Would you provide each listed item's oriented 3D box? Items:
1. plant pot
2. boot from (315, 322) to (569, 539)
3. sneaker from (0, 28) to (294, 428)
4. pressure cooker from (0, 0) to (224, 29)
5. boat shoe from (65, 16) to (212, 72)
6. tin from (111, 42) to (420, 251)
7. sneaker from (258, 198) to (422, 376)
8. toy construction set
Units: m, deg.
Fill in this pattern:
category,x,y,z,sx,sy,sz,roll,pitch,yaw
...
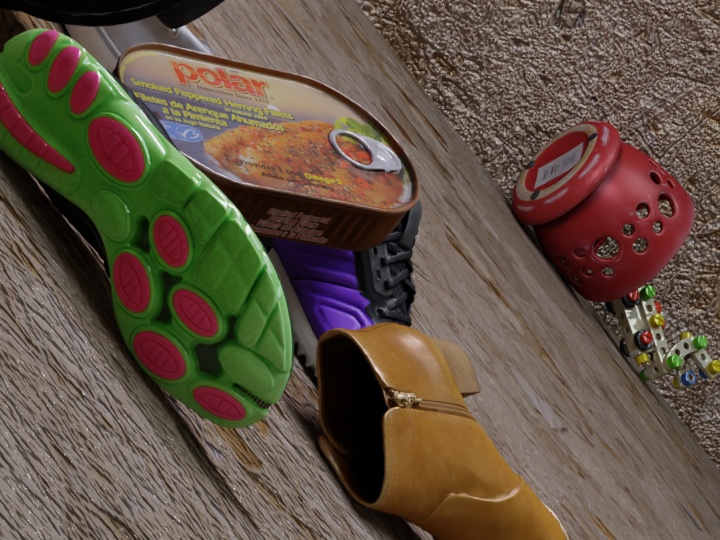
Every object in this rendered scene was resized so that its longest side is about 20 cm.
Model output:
category,x,y,z,sx,sy,sz,roll,pitch,yaw
plant pot,0.317,-0.088,3.956,0.183,0.200,0.200,47,9,-22
boot,0.039,0.123,1.553,0.144,0.071,0.201,-1,67,-63
sneaker,-0.087,-0.022,1.288,0.200,0.077,0.084,57,11,14
pressure cooker,-0.130,-0.211,1.477,0.178,0.176,0.200,11,10,-6
boat shoe,-0.144,-0.172,1.679,0.072,0.068,0.200,46,10,-50
tin,-0.055,-0.065,1.584,0.200,0.042,0.112,10,42,-41
sneaker,0.000,0.000,1.671,0.200,0.099,0.070,56,9,23
toy construction set,0.406,0.071,4.082,0.131,0.092,0.200,-10,63,-36
